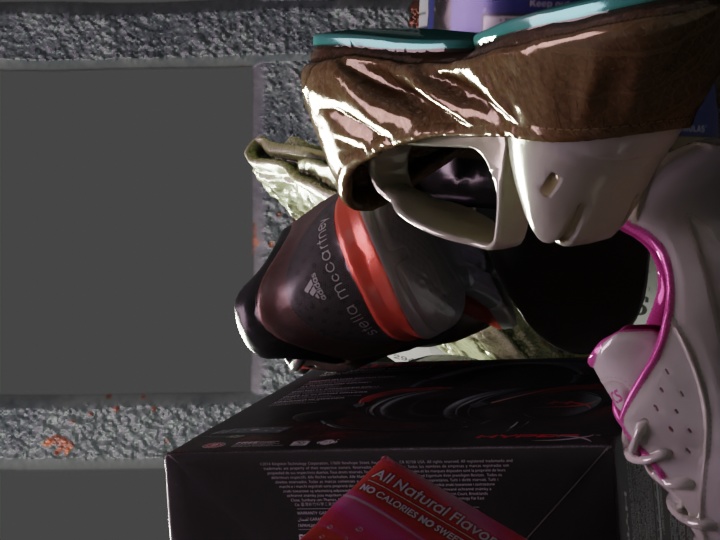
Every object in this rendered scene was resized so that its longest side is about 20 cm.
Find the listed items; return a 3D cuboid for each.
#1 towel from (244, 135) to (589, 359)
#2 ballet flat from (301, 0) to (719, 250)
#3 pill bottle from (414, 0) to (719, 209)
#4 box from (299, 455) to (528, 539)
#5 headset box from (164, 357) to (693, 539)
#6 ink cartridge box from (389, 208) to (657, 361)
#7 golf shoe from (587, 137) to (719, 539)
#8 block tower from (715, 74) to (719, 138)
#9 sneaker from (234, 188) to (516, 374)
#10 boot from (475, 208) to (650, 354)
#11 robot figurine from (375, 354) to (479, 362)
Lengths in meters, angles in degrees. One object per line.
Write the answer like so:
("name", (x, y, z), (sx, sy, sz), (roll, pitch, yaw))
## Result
("towel", (0.045, 0.013, 1.206), (0.037, 0.200, 0.148), (-53, 27, -7))
("ballet flat", (0.046, -0.043, 0.831), (0.200, 0.068, 0.073), (-2, 95, 56))
("pill bottle", (0.076, -0.120, 0.936), (0.112, 0.111, 0.201), (-82, -5, -87))
("box", (0.054, 0.153, 0.767), (0.100, 0.200, 0.096), (-43, -30, -33))
("headset box", (0.036, 0.077, 0.957), (0.200, 0.148, 0.075), (-25, -68, -72))
("ink cartridge box", (0.086, -0.006, 1.339), (0.200, 0.145, 0.085), (89, -168, -57))
("golf shoe", (0.114, 0.057, 0.845), (0.075, 0.091, 0.201), (118, 150, -84))
("block tower", (0.131, 0.015, 0.769), (0.058, 0.054, 0.201), (87, -177, -64))
("sneaker", (0.000, 0.000, 1.011), (0.077, 0.082, 0.200), (66, -168, 7))
("boot", (0.090, -0.017, 1.124), (0.200, 0.064, 0.187), (61, -164, -62))
("robot figurine", (0.049, 0.114, 1.141), (0.200, 0.150, 0.125), (37, 123, 42))
